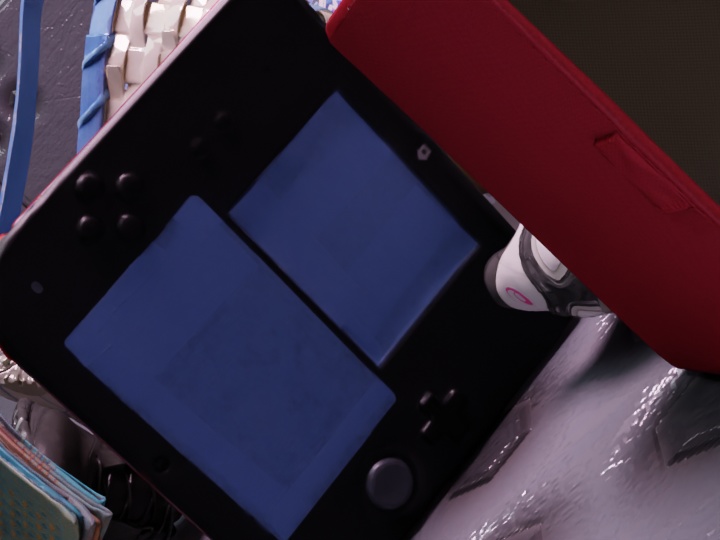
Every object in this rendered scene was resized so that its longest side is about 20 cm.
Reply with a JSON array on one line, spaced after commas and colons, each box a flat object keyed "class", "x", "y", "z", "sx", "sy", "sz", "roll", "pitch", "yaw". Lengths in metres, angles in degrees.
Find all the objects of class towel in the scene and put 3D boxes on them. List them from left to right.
[{"class": "towel", "x": -0.173, "y": 0.120, "z": 0.729, "sx": 0.022, "sy": 0.146, "sz": 0.201, "roll": -39, "pitch": -23, "yaw": -34}]

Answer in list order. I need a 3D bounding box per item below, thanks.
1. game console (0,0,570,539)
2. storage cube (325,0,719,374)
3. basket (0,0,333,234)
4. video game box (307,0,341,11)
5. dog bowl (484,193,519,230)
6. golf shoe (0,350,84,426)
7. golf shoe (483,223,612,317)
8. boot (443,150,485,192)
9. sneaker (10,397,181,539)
[{"class": "game console", "x": -0.027, "y": 0.012, "z": 0.610, "sx": 0.177, "sy": 0.200, "sz": 0.031, "roll": -48, "pitch": 20, "yaw": -11}, {"class": "storage cube", "x": 0.116, "y": -0.083, "z": 0.461, "sx": 0.171, "sy": 0.200, "sz": 0.180, "roll": -48, "pitch": 6, "yaw": -6}, {"class": "basket", "x": -0.105, "y": -0.070, "z": 0.823, "sx": 0.139, "sy": 0.199, "sz": 0.178, "roll": 5, "pitch": -89, "yaw": -65}, {"class": "video game box", "x": 0.028, "y": -0.183, "z": 0.823, "sx": 0.200, "sy": 0.047, "sz": 0.183, "roll": -4, "pitch": 80, "yaw": 56}, {"class": "dog bowl", "x": 0.110, "y": -0.097, "z": 0.824, "sx": 0.200, "sy": 0.059, "sz": 0.200, "roll": -43, "pitch": 13, "yaw": 12}, {"class": "golf shoe", "x": -0.148, "y": 0.068, "z": 0.876, "sx": 0.079, "sy": 0.199, "sz": 0.098, "roll": -70, "pitch": -10, "yaw": -45}, {"class": "golf shoe", "x": 0.108, "y": -0.060, "z": 0.640, "sx": 0.092, "sy": 0.073, "sz": 0.200, "roll": -14, "pitch": 30, "yaw": 37}, {"class": "boot", "x": 0.000, "y": 0.000, "z": 0.728, "sx": 0.066, "sy": 0.174, "sz": 0.201, "roll": -114, "pitch": 33, "yaw": -49}, {"class": "sneaker", "x": -0.138, "y": 0.113, "z": 0.831, "sx": 0.200, "sy": 0.090, "sz": 0.076, "roll": 88, "pitch": -169, "yaw": -82}]
